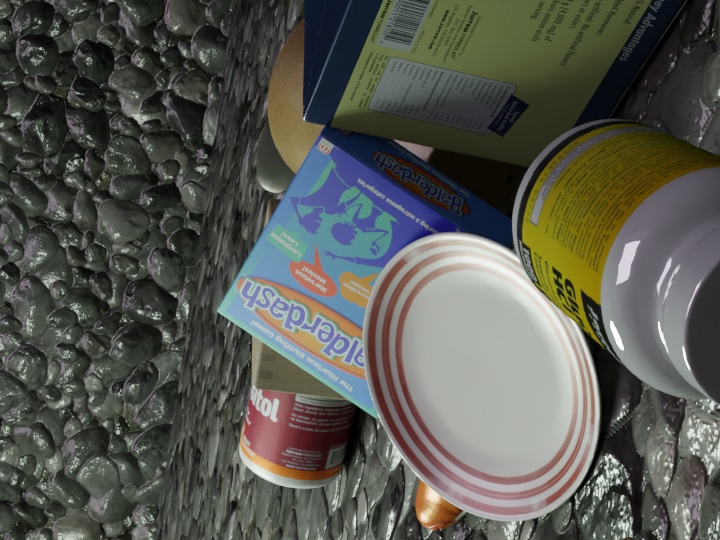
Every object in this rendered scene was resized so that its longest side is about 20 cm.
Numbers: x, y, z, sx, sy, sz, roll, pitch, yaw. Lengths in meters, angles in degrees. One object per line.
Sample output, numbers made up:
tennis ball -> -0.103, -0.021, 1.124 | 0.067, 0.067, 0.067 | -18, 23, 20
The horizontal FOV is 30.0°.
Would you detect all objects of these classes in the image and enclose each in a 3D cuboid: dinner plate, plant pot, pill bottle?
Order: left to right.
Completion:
pill bottle -> -0.053, 0.112, 1.384 | 0.113, 0.112, 0.202 | -118, 40, -66
plant pot -> 0.047, -0.112, 1.068 | 0.200, 0.185, 0.188 | 44, 125, 55
dinner plate -> 0.081, 0.071, 0.905 | 0.199, 0.024, 0.202 | 15, 113, 40
pill bottle -> 0.157, -0.005, 0.670 | 0.200, 0.111, 0.113 | -127, 48, -70

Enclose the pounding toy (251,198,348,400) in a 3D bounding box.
pounding toy -> 0.009, 0.020, 1.121 | 0.200, 0.182, 0.143 | -97, 17, -61

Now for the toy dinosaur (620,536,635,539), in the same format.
toy dinosaur -> 0.168, 0.169, 0.552 | 0.200, 0.100, 0.059 | -152, 72, -74

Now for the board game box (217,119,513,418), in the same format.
board game box -> 0.000, 0.000, 0.973 | 0.200, 0.151, 0.045 | -56, 1, 42

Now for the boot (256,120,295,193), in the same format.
boot -> -0.090, -0.203, 1.818 | 0.075, 0.073, 0.202 | -50, -25, -83

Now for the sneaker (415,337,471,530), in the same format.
sneaker -> 0.069, 0.110, 1.000 | 0.073, 0.076, 0.201 | -103, 26, -56

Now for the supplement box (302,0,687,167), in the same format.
supplement box -> 0.082, -0.190, 0.881 | 0.200, 0.198, 0.135 | 118, 157, -50
